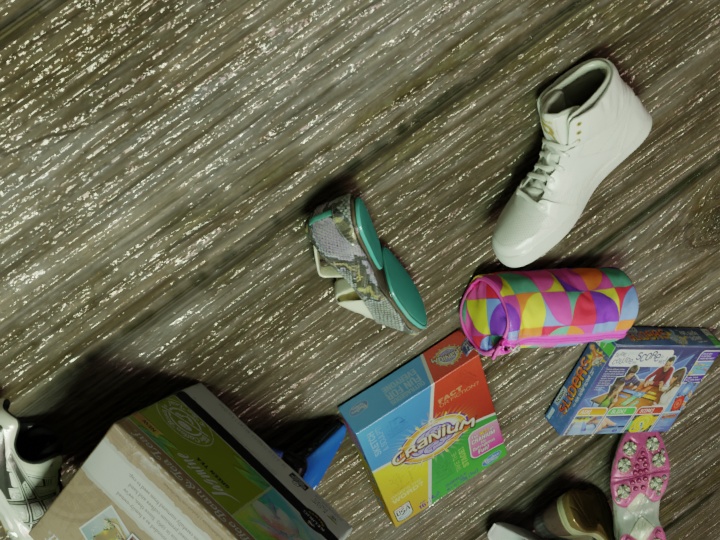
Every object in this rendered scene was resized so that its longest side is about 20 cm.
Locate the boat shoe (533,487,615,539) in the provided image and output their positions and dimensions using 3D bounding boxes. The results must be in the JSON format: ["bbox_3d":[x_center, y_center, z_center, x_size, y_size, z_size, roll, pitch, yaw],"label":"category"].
[{"bbox_3d":[0.267,0.310,1.892,0.064,0.074,0.200,-20,156,20],"label":"boat shoe"}]

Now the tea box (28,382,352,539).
[{"bbox_3d":[-0.140,0.225,1.313,0.134,0.200,0.197,-50,173,15],"label":"tea box"}]

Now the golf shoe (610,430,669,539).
[{"bbox_3d":[0.339,0.281,1.891,0.074,0.092,0.202,0,98,-3],"label":"golf shoe"}]

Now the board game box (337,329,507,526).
[{"bbox_3d":[0.069,0.170,1.608,0.152,0.040,0.201,-32,142,-9],"label":"board game box"}]

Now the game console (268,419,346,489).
[{"bbox_3d":[-0.127,0.225,1.524,0.201,0.118,0.171,-61,168,27],"label":"game console"}]

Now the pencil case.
[{"bbox_3d":[0.192,0.043,1.548,0.198,0.089,0.089,-6,132,-35],"label":"pencil case"}]

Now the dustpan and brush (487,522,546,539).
[{"bbox_3d":[0.221,0.360,1.882,0.058,0.139,0.200,-63,169,0],"label":"dustpan and brush"}]

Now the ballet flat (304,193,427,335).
[{"bbox_3d":[0.000,0.000,1.376,0.072,0.072,0.201,-37,142,-2],"label":"ballet flat"}]

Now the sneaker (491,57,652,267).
[{"bbox_3d":[0.174,-0.105,1.402,0.200,0.074,0.116,-50,140,-2],"label":"sneaker"}]

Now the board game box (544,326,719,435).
[{"bbox_3d":[0.320,0.128,1.772,0.199,0.035,0.136,4,125,-41],"label":"board game box"}]

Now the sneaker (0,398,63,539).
[{"bbox_3d":[-0.280,0.181,1.311,0.087,0.076,0.200,-37,142,-2],"label":"sneaker"}]
